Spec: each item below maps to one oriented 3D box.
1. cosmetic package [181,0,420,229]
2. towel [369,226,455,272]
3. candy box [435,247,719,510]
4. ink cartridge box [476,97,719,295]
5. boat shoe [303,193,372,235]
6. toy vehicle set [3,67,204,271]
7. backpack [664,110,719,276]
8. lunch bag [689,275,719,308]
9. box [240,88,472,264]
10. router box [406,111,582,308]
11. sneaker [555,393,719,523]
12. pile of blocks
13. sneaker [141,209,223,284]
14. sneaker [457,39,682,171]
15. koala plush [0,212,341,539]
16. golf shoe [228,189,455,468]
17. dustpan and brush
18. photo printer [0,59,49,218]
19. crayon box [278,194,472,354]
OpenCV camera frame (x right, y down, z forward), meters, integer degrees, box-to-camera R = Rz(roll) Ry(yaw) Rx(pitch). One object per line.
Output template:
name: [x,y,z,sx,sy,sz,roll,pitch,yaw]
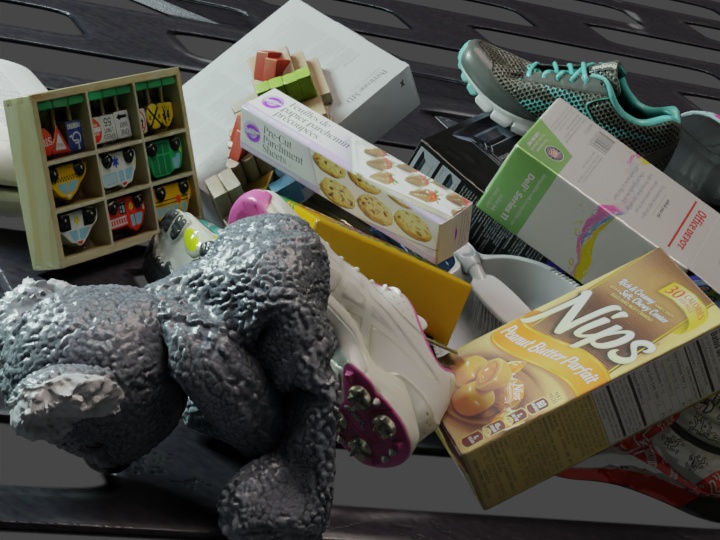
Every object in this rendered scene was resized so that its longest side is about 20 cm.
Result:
cosmetic package: [-0.073,-0.125,1.733,0.200,0.052,0.150,-40,48,-18]
towel: [0.095,-0.011,1.698,0.199,0.049,0.112,-15,64,-52]
candy box: [0.145,0.070,1.417,0.199,0.056,0.116,-27,31,-4]
ink cartridge box: [0.199,-0.033,1.600,0.199,0.068,0.117,37,32,5]
boat shoe: [0.017,-0.053,1.764,0.199,0.064,0.073,25,19,7]
toy vehicle set: [-0.188,-0.080,1.577,0.026,0.126,0.200,-6,8,28]
backpack: [0.307,-0.040,1.837,0.150,0.178,0.200,32,5,-32]
lunch bag: [0.206,0.065,1.616,0.198,0.095,0.151,3,24,-8]
box: [-0.005,-0.071,1.545,0.199,0.042,0.039,32,46,28]
router box: [0.142,-0.060,1.700,0.157,0.052,0.200,42,33,15]
sneaker: [0.189,0.096,1.469,0.200,0.109,0.067,18,20,-2]
pile of blocks: [-0.068,-0.109,1.642,0.081,0.062,0.201,-1,50,16]
sneaker: [-0.090,0.013,1.500,0.079,0.078,0.200,18,18,-28]
sneaker: [0.174,-0.141,1.700,0.199,0.092,0.078,31,31,-1]
koala plush: [-0.122,0.054,1.248,0.198,0.185,0.178,0,24,-14]
golf shoe: [-0.012,0.029,1.374,0.091,0.075,0.201,-33,92,-40]
dustpan and brush: [0.094,0.016,1.575,0.139,0.058,0.200,-19,39,-18]
photo printer: [-0.299,-0.104,1.617,0.165,0.070,0.200,5,25,-34]
crayon box: [0.000,0.000,1.505,0.126,0.051,0.200,24,3,-17]
